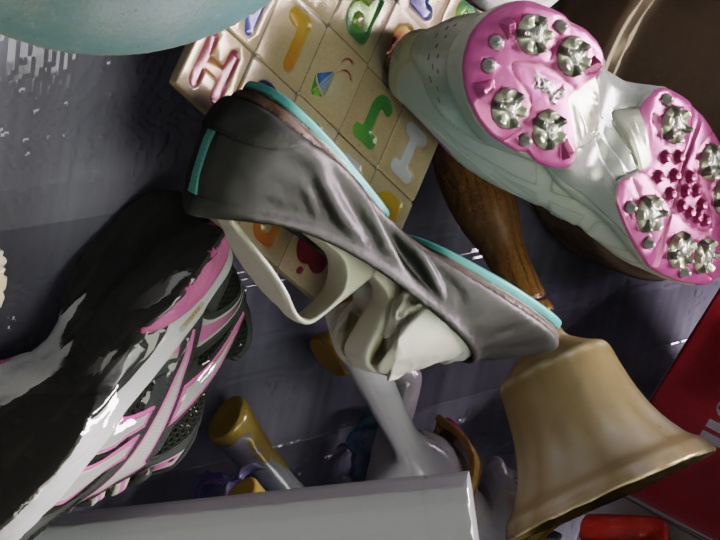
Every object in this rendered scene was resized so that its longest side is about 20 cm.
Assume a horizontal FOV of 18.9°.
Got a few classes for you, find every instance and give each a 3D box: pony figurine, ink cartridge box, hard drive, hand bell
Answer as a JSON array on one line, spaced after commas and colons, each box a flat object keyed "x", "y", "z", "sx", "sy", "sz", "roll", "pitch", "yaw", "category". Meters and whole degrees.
[{"x": 0.012, "y": 0.130, "z": 1.022, "sx": 0.200, "sy": 0.166, "sz": 0.193, "roll": 41, "pitch": 72, "yaw": -34, "category": "pony figurine"}, {"x": 0.191, "y": 0.086, "z": 1.127, "sx": 0.200, "sy": 0.084, "sz": 0.176, "roll": -51, "pitch": 161, "yaw": -39, "category": "ink cartridge box"}, {"x": -0.043, "y": 0.161, "z": 0.937, "sx": 0.026, "sy": 0.199, "sz": 0.132, "roll": -69, "pitch": 151, "yaw": -74, "category": "hard drive"}, {"x": 0.075, "y": 0.013, "z": 0.999, "sx": 0.104, "sy": 0.201, "sz": 0.104, "roll": -23, "pitch": 170, "yaw": -4, "category": "hand bell"}]

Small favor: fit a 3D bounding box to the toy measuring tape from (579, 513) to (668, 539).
[{"x": 0.128, "y": 0.142, "z": 0.972, "sx": 0.073, "sy": 0.200, "sz": 0.074, "roll": 1, "pitch": 83, "yaw": -11, "category": "toy measuring tape"}]

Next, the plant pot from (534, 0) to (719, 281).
[{"x": 0.207, "y": -0.068, "z": 1.069, "sx": 0.200, "sy": 0.174, "sz": 0.201, "roll": -22, "pitch": 126, "yaw": -34, "category": "plant pot"}]

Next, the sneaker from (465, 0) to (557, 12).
[{"x": 0.059, "y": -0.164, "z": 0.903, "sx": 0.099, "sy": 0.075, "sz": 0.200, "roll": -33, "pitch": 157, "yaw": 26, "category": "sneaker"}]

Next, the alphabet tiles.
[{"x": -0.007, "y": -0.096, "z": 0.931, "sx": 0.166, "sy": 0.006, "sz": 0.201, "roll": 41, "pitch": 67, "yaw": -48, "category": "alphabet tiles"}]

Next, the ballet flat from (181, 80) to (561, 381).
[{"x": 0.000, "y": 0.000, "z": 0.901, "sx": 0.200, "sy": 0.068, "sz": 0.069, "roll": 37, "pitch": 80, "yaw": -31, "category": "ballet flat"}]

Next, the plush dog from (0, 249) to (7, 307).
[{"x": -0.220, "y": 0.018, "z": 0.737, "sx": 0.172, "sy": 0.160, "sz": 0.200, "roll": 44, "pitch": 76, "yaw": -21, "category": "plush dog"}]

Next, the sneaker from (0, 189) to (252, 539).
[{"x": -0.110, "y": 0.068, "z": 0.903, "sx": 0.200, "sy": 0.080, "sz": 0.086, "roll": -46, "pitch": 138, "yaw": -15, "category": "sneaker"}]

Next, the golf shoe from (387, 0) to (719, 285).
[{"x": 0.094, "y": -0.058, "z": 0.972, "sx": 0.200, "sy": 0.091, "sz": 0.076, "roll": 37, "pitch": 72, "yaw": -36, "category": "golf shoe"}]

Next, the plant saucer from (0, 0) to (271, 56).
[{"x": -0.085, "y": -0.174, "z": 0.753, "sx": 0.200, "sy": 0.039, "sz": 0.202, "roll": -3, "pitch": 101, "yaw": -14, "category": "plant saucer"}]
